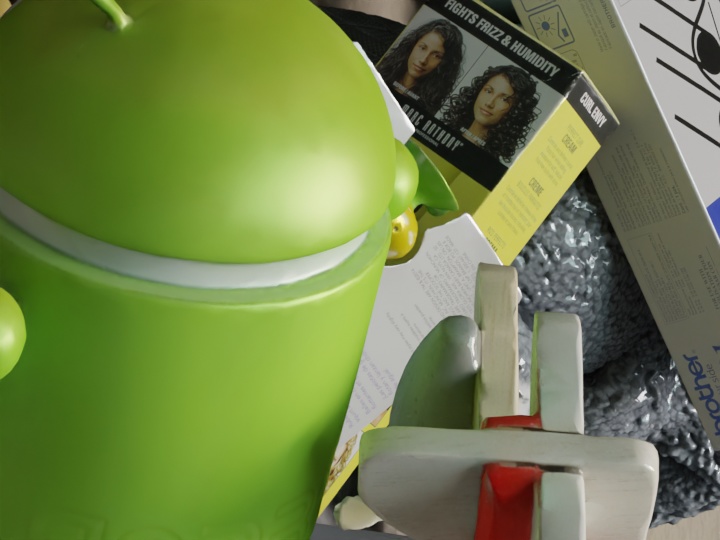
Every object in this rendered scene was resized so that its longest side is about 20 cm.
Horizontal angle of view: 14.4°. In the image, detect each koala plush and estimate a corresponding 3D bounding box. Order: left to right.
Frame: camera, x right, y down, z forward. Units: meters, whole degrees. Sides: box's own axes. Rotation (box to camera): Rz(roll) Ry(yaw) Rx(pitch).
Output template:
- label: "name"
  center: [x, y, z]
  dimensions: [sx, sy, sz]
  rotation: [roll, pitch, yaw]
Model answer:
- label: "koala plush"
  center: [0.079, 0.005, 1.117]
  dimensions: [0.200, 0.183, 0.178]
  rotation: [49, 52, -57]

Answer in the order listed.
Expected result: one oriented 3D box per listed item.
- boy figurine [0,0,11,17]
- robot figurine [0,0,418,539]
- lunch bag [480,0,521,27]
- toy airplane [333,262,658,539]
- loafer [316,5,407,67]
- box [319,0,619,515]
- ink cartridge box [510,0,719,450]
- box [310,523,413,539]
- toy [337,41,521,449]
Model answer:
- label: "boy figurine"
  center: [-0.133, -0.084, 0.782]
  dimensions: [0.064, 0.124, 0.200]
  rotation: [-48, -177, 24]
- label: "robot figurine"
  center: [-0.055, 0.007, 0.742]
  dimensions: [0.175, 0.115, 0.201]
  rotation: [-22, 135, -45]
- label: "lunch bag"
  center: [0.112, -0.156, 1.169]
  dimensions: [0.200, 0.169, 0.123]
  rotation: [61, 33, -47]
- label: "toy airplane"
  center: [0.032, 0.105, 0.784]
  dimensions: [0.200, 0.140, 0.201]
  rotation: [-23, 102, -73]
- label: "loafer"
  center: [-0.040, -0.055, 1.027]
  dimensions: [0.200, 0.072, 0.063]
  rotation: [-13, 127, -54]
- label: "box"
  center: [0.000, 0.000, 1.003]
  dimensions: [0.200, 0.075, 0.050]
  rotation: [-52, 150, -2]
- label: "ink cartridge box"
  center: [0.128, -0.044, 1.062]
  dimensions: [0.094, 0.044, 0.201]
  rotation: [-35, 103, -49]
- label: "box"
  center: [0.057, 0.212, 1.127]
  dimensions: [0.097, 0.175, 0.202]
  rotation: [18, 80, -62]
- label: "toy"
  center: [-0.055, 0.025, 0.935]
  dimensions: [0.200, 0.047, 0.115]
  rotation: [-38, 119, -5]
